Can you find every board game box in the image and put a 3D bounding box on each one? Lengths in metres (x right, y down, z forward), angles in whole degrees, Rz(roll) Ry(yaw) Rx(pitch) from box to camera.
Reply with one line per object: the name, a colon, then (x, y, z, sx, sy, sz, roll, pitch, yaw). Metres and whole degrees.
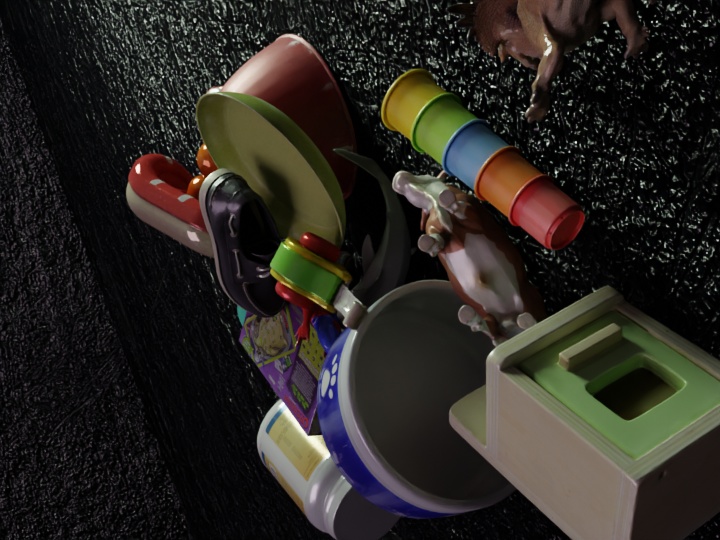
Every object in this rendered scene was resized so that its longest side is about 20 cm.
board game box: (-0.080, 0.084, 1.037, 0.200, 0.032, 0.121, 45, 120, 47)

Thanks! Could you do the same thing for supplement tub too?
supplement tub: (-0.038, 0.266, 1.225, 0.200, 0.144, 0.146, 37, 144, 47)

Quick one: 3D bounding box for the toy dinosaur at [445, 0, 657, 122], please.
toy dinosaur: (0.119, -0.191, 0.563, 0.136, 0.085, 0.201, 58, 150, 33)

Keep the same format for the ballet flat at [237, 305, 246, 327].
ballet flat: (-0.091, 0.080, 1.134, 0.200, 0.062, 0.068, 33, 103, 52)

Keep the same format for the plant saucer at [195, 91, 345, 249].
plant saucer: (-0.082, -0.100, 0.882, 0.199, 0.031, 0.201, 38, 158, 18)

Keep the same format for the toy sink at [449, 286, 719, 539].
toy sink: (0.170, 0.098, 0.662, 0.200, 0.130, 0.113, 40, 146, 46)

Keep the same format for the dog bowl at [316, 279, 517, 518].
dog bowl: (0.064, 0.116, 0.797, 0.201, 0.199, 0.079, 62, 148, 8)

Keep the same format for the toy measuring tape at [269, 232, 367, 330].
toy measuring tape: (-0.045, 0.007, 0.822, 0.200, 0.073, 0.074, -132, 23, -73)

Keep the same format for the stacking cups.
stacking cups: (0.100, -0.094, 0.725, 0.200, 0.060, 0.061, 43, 148, 34)

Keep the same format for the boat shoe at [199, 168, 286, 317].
boat shoe: (-0.113, -0.015, 0.952, 0.062, 0.073, 0.201, 28, 148, 38)

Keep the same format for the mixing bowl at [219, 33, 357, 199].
mixing bowl: (-0.100, -0.153, 1.012, 0.200, 0.108, 0.201, 46, 150, 36)

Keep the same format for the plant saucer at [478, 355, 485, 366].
plant saucer: (0.069, 0.155, 0.937, 0.199, 0.037, 0.203, 4, 100, 26)

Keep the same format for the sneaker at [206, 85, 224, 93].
sneaker: (-0.155, -0.147, 1.161, 0.201, 0.082, 0.078, 64, 156, 5)

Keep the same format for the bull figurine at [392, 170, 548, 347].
bull figurine: (0.094, -0.014, 0.764, 0.201, 0.065, 0.121, 54, -163, 8)

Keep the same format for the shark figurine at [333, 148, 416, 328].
shark figurine: (0.013, -0.011, 0.922, 0.127, 0.089, 0.216, 25, 121, 30)

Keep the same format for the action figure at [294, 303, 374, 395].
action figure: (-0.033, 0.065, 0.902, 0.065, 0.051, 0.201, 46, -166, -48)

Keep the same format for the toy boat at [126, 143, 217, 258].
toy boat: (-0.191, -0.100, 1.097, 0.199, 0.130, 0.132, 27, 97, 30)

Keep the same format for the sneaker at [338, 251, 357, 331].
sneaker: (0.000, 0.071, 1.044, 0.081, 0.074, 0.202, 41, -146, -63)
